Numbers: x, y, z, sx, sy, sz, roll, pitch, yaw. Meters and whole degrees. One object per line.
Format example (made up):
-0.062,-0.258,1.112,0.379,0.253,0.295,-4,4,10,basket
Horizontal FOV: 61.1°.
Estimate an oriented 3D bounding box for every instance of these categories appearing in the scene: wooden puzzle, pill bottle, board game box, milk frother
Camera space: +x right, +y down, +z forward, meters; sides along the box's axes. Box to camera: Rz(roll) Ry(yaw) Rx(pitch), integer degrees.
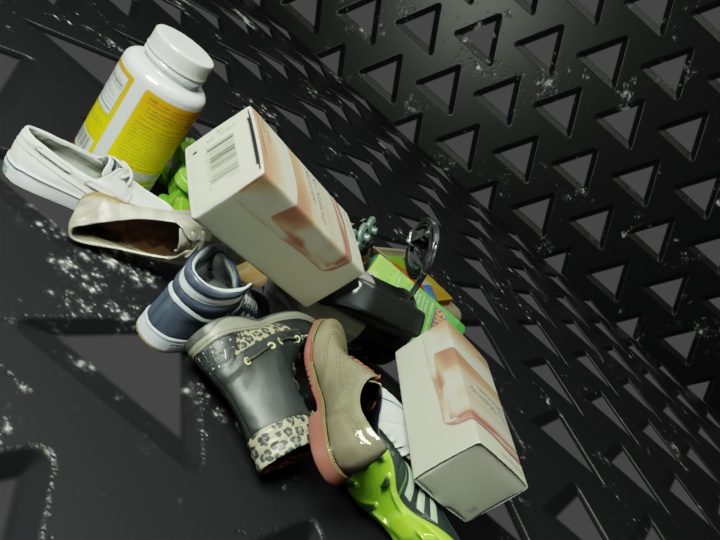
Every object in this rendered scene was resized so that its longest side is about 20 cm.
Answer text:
0.114,0.027,1.238,0.200,0.037,0.184,50,22,20,wooden puzzle
-0.267,-0.196,0.758,0.109,0.200,0.110,35,21,-16,pill bottle
0.081,0.072,1.028,0.199,0.030,0.096,38,62,-5,board game box
0.000,0.000,0.831,0.187,0.179,0.202,27,58,-35,milk frother

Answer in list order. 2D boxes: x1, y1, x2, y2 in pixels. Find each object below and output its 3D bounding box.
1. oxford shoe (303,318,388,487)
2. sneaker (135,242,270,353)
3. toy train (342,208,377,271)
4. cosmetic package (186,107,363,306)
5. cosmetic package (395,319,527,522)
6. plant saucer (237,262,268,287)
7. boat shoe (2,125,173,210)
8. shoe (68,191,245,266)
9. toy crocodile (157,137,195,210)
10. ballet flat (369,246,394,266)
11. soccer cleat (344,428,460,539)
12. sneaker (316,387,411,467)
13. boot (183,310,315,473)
-0.010,0.118,0.619,0.071,0.074,0.201,53,16,-38,oxford shoe
-0.141,0.027,0.674,0.070,0.109,0.199,48,21,15,sneaker
-0.030,-0.029,0.981,0.084,0.115,0.200,14,19,13,toy train
-0.086,-0.059,0.652,0.200,0.087,0.104,45,22,-51,cosmetic package
0.110,0.167,0.713,0.103,0.087,0.201,44,21,-28,cosmetic package
-0.171,-0.073,0.822,0.200,0.035,0.203,-13,90,-71,plant saucer
-0.295,-0.099,0.701,0.199,0.066,0.074,21,28,-40,boat shoe
-0.217,-0.035,0.671,0.197,0.071,0.054,11,27,-8,shoe
-0.241,-0.120,0.846,0.061,0.067,0.201,32,25,-33,toy crocodile
0.022,-0.013,1.115,0.201,0.068,0.067,54,17,25,ballet flat
0.041,0.242,0.655,0.201,0.067,0.081,54,13,13,soccer cleat
0.036,0.194,0.714,0.199,0.073,0.071,29,20,-31,sneaker
-0.082,0.125,0.654,0.155,0.073,0.203,56,22,20,boot
